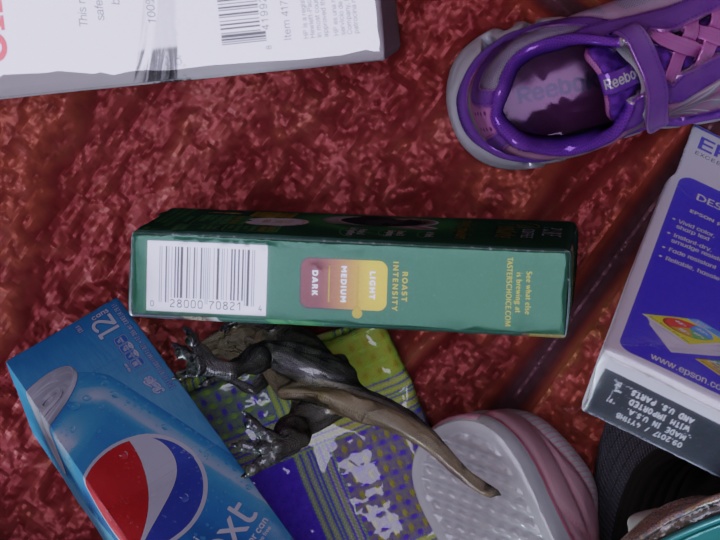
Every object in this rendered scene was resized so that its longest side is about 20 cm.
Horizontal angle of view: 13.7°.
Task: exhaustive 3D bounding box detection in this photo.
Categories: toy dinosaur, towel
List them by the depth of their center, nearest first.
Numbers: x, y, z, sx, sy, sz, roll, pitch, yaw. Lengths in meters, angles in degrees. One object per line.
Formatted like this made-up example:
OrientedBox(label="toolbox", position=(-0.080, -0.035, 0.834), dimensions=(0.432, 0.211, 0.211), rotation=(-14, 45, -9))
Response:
OrientedBox(label="toy dinosaur", position=(-0.030, 0.056, 1.350), dimensions=(0.088, 0.200, 0.048), rotation=(-5, 115, -37))
OrientedBox(label="towel", position=(-0.017, 0.135, 1.444), dimensions=(0.143, 0.023, 0.200), rotation=(-19, 96, 8))

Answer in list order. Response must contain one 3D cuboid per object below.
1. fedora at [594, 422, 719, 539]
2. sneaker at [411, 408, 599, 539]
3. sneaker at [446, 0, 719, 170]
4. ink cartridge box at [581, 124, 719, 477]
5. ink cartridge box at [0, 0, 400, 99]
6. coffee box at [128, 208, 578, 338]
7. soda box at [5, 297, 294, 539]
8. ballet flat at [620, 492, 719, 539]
OrientedBox(label="fedora", position=(0.181, 0.151, 1.378), dimensions=(0.090, 0.177, 0.200), rotation=(-1, 80, -25))
OrientedBox(label="sneaker", position=(0.091, 0.154, 1.391), dimensions=(0.075, 0.105, 0.201), rotation=(-21, 90, 18))
OrientedBox(label="sneaker", position=(0.135, -0.096, 1.367), dimensions=(0.200, 0.088, 0.081), rotation=(-20, 94, 6))
OrientedBox(label="ink cartridge box", position=(0.212, 0.037, 1.341), dimensions=(0.198, 0.200, 0.043), rotation=(26, 128, 2))
OrientedBox(label="ink cartridge box", position=(-0.090, -0.160, 1.379), dimensions=(0.200, 0.084, 0.146), rotation=(-5, 97, 6))
OrientedBox(label="coffee box", position=(0.000, 0.000, 1.375), dimensions=(0.200, 0.123, 0.044), rotation=(2, 96, 4))
OrientedBox(label="soda box", position=(-0.084, 0.110, 1.361), dimensions=(0.064, 0.068, 0.200), rotation=(-31, 56, -13))
OrientedBox(label="ballet flat", position=(0.115, 0.143, 1.295), dimensions=(0.200, 0.067, 0.068), rotation=(-37, 113, 14))
